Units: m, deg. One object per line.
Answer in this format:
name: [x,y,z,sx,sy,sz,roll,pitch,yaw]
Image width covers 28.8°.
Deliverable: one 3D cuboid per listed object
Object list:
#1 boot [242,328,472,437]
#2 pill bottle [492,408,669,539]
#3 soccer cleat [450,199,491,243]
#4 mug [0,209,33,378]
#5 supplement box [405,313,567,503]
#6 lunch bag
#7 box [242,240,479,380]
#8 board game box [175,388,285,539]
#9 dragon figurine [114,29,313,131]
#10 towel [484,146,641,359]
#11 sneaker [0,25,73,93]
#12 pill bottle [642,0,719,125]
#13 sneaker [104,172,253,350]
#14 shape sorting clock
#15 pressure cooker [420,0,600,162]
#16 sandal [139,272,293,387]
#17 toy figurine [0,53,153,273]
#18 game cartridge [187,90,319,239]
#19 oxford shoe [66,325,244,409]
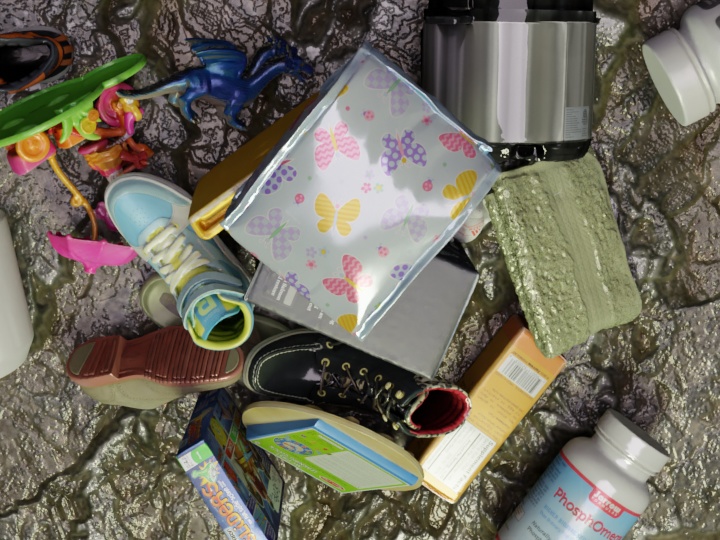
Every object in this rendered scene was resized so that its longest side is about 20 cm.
boot: [-0.002,0.114,1.410,0.202,0.154,0.074,3,103,-29]
pill bottle: [0.236,0.251,1.491,0.108,0.109,0.201,35,98,-7]
soccer cleat: [0.082,-0.063,1.389,0.068,0.200,0.085,-35,87,24]
mug: [-0.418,0.033,1.449,0.149,0.186,0.154,-29,111,-28]
supplement box: [0.131,0.147,1.494,0.069,0.067,0.200,38,98,-10]
lunch bag: [0.004,-0.073,1.224,0.169,0.127,0.200,38,107,-9]
box: [0.000,0.000,1.398,0.199,0.197,0.118,23,98,-5]
board game box: [-0.129,0.206,1.433,0.034,0.200,0.136,-31,99,5]
dragon figurine: [-0.149,-0.201,1.409,0.198,0.059,0.100,8,110,-25]
towel: [0.212,-0.023,1.446,0.148,0.036,0.202,-22,99,-28]
sneaker: [-0.392,-0.204,1.398,0.198,0.112,0.078,-16,100,2]
pill bottle: [0.392,-0.234,1.402,0.199,0.113,0.114,-28,100,5]
sneaker: [-0.170,-0.005,1.362,0.079,0.131,0.200,-41,114,10]
shape sorting clock: [-0.028,0.180,1.445,0.199,0.200,0.039,20,64,-4]
pressure cooker: [0.147,-0.210,1.370,0.177,0.176,0.202,1,101,2]
sandal: [-0.146,0.071,1.480,0.200,0.057,0.080,27,99,-5]
toy figurine: [-0.270,-0.096,1.433,0.199,0.150,0.185,-32,115,-19]
game cartridge: [-0.088,-0.111,1.375,0.176,0.200,0.033,-35,103,6]
oxford shoe: [-0.206,0.107,1.467,0.198,0.071,0.074,-1,141,22]
